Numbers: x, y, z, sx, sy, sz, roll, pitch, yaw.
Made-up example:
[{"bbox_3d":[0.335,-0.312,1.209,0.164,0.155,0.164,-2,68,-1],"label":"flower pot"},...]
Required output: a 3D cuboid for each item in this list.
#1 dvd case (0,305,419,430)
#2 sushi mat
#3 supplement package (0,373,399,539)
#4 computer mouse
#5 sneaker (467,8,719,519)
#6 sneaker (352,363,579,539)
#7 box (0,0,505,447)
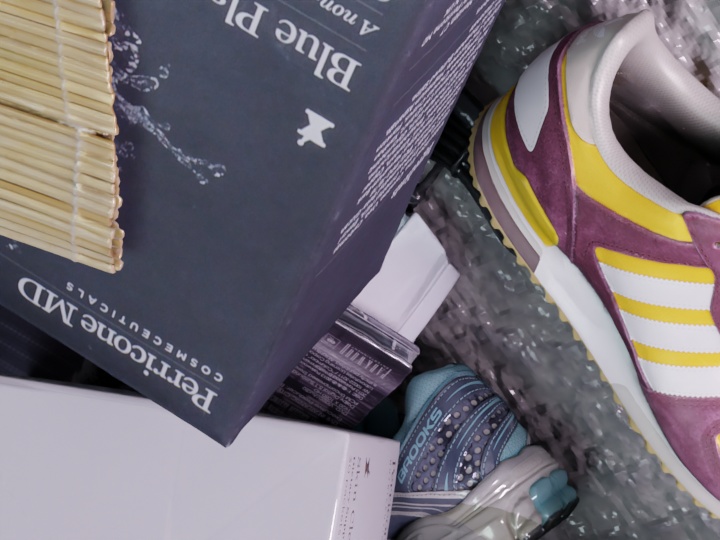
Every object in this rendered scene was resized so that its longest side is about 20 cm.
[{"bbox_3d":[-0.089,0.047,0.880,0.148,0.016,0.200,31,135,-13],"label":"dvd case"},{"bbox_3d":[-0.156,-0.066,0.670,0.199,0.012,0.096,18,126,19],"label":"sushi mat"},{"bbox_3d":[-0.082,0.145,0.805,0.155,0.111,0.202,8,87,10],"label":"supplement package"},{"bbox_3d":[0.000,0.000,0.849,0.110,0.044,0.200,40,140,5],"label":"computer mouse"},{"bbox_3d":[0.121,0.009,0.729,0.200,0.075,0.090,48,145,-4],"label":"sneaker"},{"bbox_3d":[0.006,0.097,0.917,0.200,0.077,0.087,-37,81,45],"label":"sneaker"},{"bbox_3d":[-0.067,-0.088,0.691,0.196,0.118,0.201,31,131,7],"label":"box"}]
